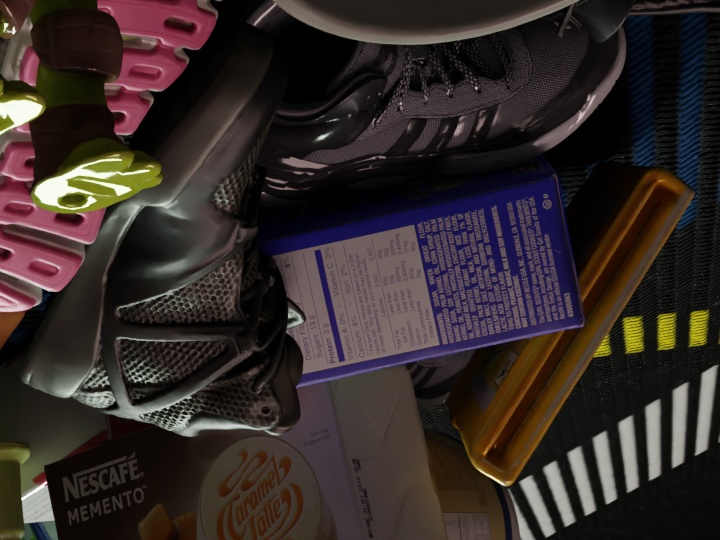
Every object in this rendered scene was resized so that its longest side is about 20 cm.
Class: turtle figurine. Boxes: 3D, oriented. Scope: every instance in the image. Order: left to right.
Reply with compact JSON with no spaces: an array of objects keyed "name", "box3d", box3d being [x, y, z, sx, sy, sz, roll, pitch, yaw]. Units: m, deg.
[{"name":"turtle figurine","box3d":[-0.095,-0.109,0.481,0.064,0.163,0.200,-7,157,16]}]

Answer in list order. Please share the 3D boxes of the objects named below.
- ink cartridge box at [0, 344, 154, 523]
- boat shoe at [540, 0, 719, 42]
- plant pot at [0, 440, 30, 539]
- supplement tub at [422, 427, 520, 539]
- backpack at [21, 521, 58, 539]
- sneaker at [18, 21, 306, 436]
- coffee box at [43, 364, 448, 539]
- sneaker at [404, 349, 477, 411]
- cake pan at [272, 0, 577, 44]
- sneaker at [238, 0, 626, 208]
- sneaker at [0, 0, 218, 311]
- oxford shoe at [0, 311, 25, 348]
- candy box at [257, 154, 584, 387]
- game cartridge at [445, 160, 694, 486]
[{"name":"ink cartridge box","box3d":[-0.127,0.089,1.077,0.199,0.086,0.147,4,150,-45]},{"name":"boat shoe","box3d":[0.103,-0.128,0.725,0.197,0.067,0.074,-6,159,-33]},{"name":"plant pot","box3d":[-0.249,0.211,0.927,0.198,0.192,0.200,-17,170,-3]},{"name":"supplement tub","box3d":[-0.006,0.162,1.046,0.144,0.146,0.199,-28,159,26]},{"name":"backpack","box3d":[-0.150,0.196,1.216,0.199,0.183,0.148,1,131,-49]},{"name":"sneaker","box3d":[-0.054,-0.007,0.704,0.113,0.077,0.200,24,125,-11]},{"name":"coffee box","box3d":[-0.061,0.130,0.910,0.199,0.116,0.079,-20,166,33]},{"name":"sneaker","box3d":[0.031,0.033,1.060,0.199,0.076,0.113,4,154,-44]},{"name":"cake pan","box3d":[0.046,-0.156,0.594,0.198,0.037,0.201,-16,151,-9]},{"name":"sneaker","box3d":[0.023,-0.086,0.746,0.198,0.076,0.114,-16,164,-2]},{"name":"sneaker","box3d":[-0.115,-0.084,0.637,0.073,0.088,0.201,1,130,-41]},{"name":"oxford shoe","box3d":[-0.223,0.061,0.930,0.071,0.072,0.200,-2,153,-36]},{"name":"candy box","box3d":[0.000,0.000,0.845,0.198,0.078,0.169,-12,-172,4]},{"name":"game cartridge","box3d":[0.106,0.020,0.959,0.177,0.032,0.200,-58,-176,2]}]
